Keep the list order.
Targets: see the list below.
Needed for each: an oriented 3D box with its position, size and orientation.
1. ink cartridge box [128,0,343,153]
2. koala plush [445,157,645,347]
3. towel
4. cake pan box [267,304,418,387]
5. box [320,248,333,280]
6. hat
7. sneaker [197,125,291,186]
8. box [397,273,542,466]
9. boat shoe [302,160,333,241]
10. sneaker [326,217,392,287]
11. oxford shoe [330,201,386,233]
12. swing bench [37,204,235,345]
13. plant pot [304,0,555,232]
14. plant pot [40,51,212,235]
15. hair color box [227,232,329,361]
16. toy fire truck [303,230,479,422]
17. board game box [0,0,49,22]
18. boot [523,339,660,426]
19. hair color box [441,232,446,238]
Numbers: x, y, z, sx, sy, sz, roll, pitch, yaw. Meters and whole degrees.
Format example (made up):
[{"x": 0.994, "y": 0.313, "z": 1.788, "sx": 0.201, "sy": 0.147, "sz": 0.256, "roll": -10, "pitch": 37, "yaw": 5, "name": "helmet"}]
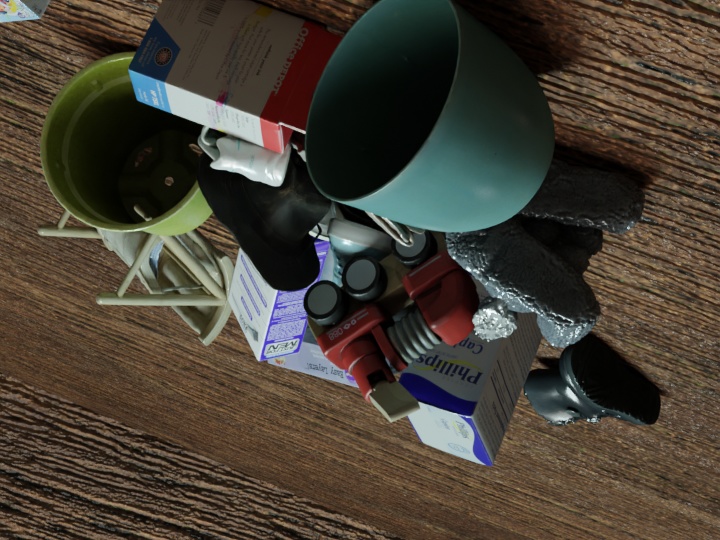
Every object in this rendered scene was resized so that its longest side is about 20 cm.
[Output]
[{"x": -0.108, "y": -0.193, "z": 1.467, "sx": 0.199, "sy": 0.117, "sz": 0.067, "roll": 21, "pitch": 160, "yaw": 7, "name": "ink cartridge box"}, {"x": 0.170, "y": -0.018, "z": 1.548, "sx": 0.183, "sy": 0.178, "sz": 0.200, "roll": 24, "pitch": 166, "yaw": 8, "name": "koala plush"}, {"x": -0.008, "y": -0.088, "z": 1.489, "sx": 0.132, "sy": 0.035, "sz": 0.200, "roll": 42, "pitch": -177, "yaw": -15, "name": "towel"}, {"x": 0.003, "y": 0.089, "z": 1.993, "sx": 0.199, "sy": 0.184, "sz": 0.053, "roll": 9, "pitch": 114, "yaw": 44, "name": "cake pan box"}, {"x": -0.056, "y": -0.004, "z": 1.923, "sx": 0.199, "sy": 0.048, "sz": 0.123, "roll": 9, "pitch": 121, "yaw": 36, "name": "box"}, {"x": -0.081, "y": -0.075, "z": 1.606, "sx": 0.081, "sy": 0.202, "sz": 0.200, "roll": -32, "pitch": 132, "yaw": 21, "name": "hat"}, {"x": -0.127, "y": -0.152, "z": 1.552, "sx": 0.080, "sy": 0.071, "sz": 0.201, "roll": 6, "pitch": -156, "yaw": -18, "name": "sneaker"}, {"x": 0.137, "y": 0.107, "z": 1.847, "sx": 0.104, "sy": 0.201, "sz": 0.184, "roll": 16, "pitch": 160, "yaw": 21, "name": "box"}, {"x": -0.059, "y": -0.088, "z": 1.747, "sx": 0.200, "sy": 0.072, "sz": 0.061, "roll": 17, "pitch": 149, "yaw": -16, "name": "boat shoe"}, {"x": 0.000, "y": 0.000, "z": 1.696, "sx": 0.073, "sy": 0.083, "sz": 0.200, "roll": 14, "pitch": 170, "yaw": 16, "name": "sneaker"}, {"x": 0.007, "y": -0.071, "z": 1.683, "sx": 0.085, "sy": 0.073, "sz": 0.200, "roll": 50, "pitch": -178, "yaw": 36, "name": "oxford shoe"}, {"x": -0.274, "y": -0.028, "z": 1.955, "sx": 0.199, "sy": 0.130, "sz": 0.199, "roll": 25, "pitch": -170, "yaw": -45, "name": "swing bench"}, {"x": 0.074, "y": -0.126, "z": 1.340, "sx": 0.160, "sy": 0.202, "sz": 0.200, "roll": 24, "pitch": 164, "yaw": -35, "name": "plant pot"}, {"x": -0.238, "y": -0.122, "z": 1.727, "sx": 0.199, "sy": 0.202, "sz": 0.184, "roll": 19, "pitch": 171, "yaw": 12, "name": "plant pot"}, {"x": -0.102, "y": 0.002, "z": 1.853, "sx": 0.064, "sy": 0.110, "sz": 0.201, "roll": -9, "pitch": 139, "yaw": -27, "name": "hair color box"}, {"x": 0.048, "y": 0.071, "z": 1.595, "sx": 0.201, "sy": 0.175, "sz": 0.129, "roll": 62, "pitch": -171, "yaw": 30, "name": "toy fire truck"}, {"x": -0.437, "y": -0.334, "z": 1.592, "sx": 0.134, "sy": 0.034, "sz": 0.200, "roll": 5, "pitch": 154, "yaw": 43, "name": "board game box"}, {"x": 0.275, "y": 0.152, "z": 1.995, "sx": 0.167, "sy": 0.077, "sz": 0.200, "roll": -4, "pitch": 153, "yaw": 46, "name": "boot"}, {"x": 0.077, "y": -0.095, "z": 1.599, "sx": 0.101, "sy": 0.062, "sz": 0.200, "roll": 14, "pitch": 158, "yaw": 25, "name": "hair color box"}]
